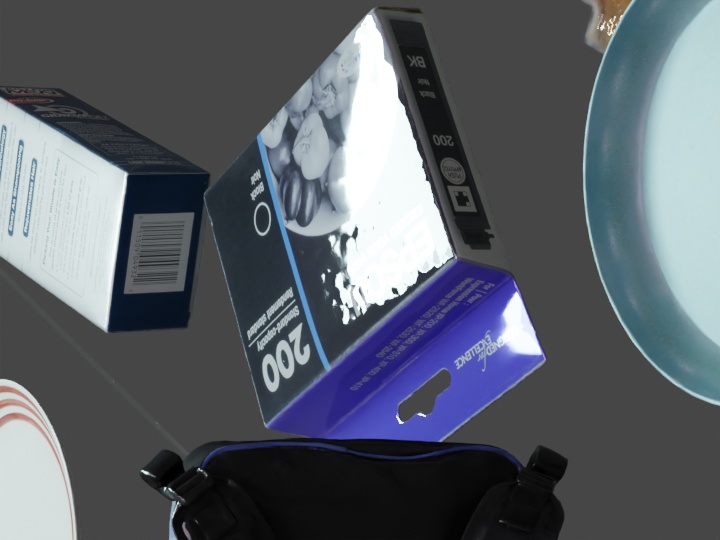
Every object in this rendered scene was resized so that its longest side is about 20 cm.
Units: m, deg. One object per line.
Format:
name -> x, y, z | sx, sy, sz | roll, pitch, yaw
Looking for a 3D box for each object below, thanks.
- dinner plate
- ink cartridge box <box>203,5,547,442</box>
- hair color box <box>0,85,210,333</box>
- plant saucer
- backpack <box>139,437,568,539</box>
dinner plate -> -0.226, 0.172, 1.633 | 0.200, 0.024, 0.201 | 3, 94, 55
ink cartridge box -> 0.000, 0.000, 1.279 | 0.198, 0.043, 0.200 | -43, 58, 47
hair color box -> -0.170, -0.041, 1.508 | 0.200, 0.060, 0.100 | 30, 115, 51
plant saucer -> 0.167, -0.042, 1.045 | 0.200, 0.027, 0.201 | 2, 93, 56
backpack -> -0.009, 0.177, 1.175 | 0.154, 0.199, 0.191 | 128, 143, -79
